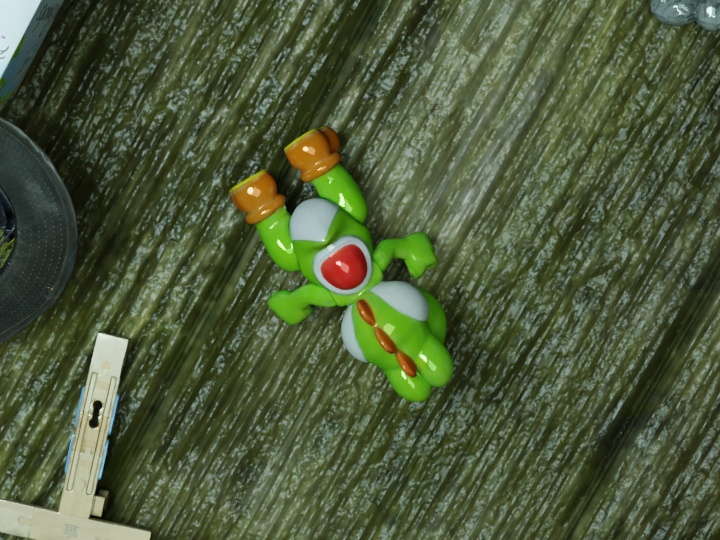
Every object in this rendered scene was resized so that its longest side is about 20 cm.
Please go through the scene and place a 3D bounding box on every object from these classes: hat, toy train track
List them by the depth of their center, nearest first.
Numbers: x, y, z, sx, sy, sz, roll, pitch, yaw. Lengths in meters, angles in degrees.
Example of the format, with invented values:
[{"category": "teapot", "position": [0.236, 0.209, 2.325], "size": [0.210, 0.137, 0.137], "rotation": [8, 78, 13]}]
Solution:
[{"category": "hat", "position": [-0.282, -0.049, 1.075], "size": [0.198, 0.081, 0.202], "rotation": [1, 119, 2]}, {"category": "toy train track", "position": [-0.199, 0.144, 1.157], "size": [0.114, 0.033, 0.202], "rotation": [13, 93, -3]}]

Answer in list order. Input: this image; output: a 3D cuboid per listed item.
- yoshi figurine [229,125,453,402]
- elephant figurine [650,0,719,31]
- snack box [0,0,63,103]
[{"category": "yoshi figurine", "position": [-0.003, 0.002, 1.139], "size": [0.112, 0.112, 0.201], "rotation": [-34, 90, -41]}, {"category": "elephant figurine", "position": [0.259, -0.274, 1.084], "size": [0.140, 0.155, 0.202], "rotation": [-1, 111, 14]}, {"category": "snack box", "position": [-0.212, -0.206, 1.016], "size": [0.067, 0.169, 0.201], "rotation": [29, 97, -10]}]
